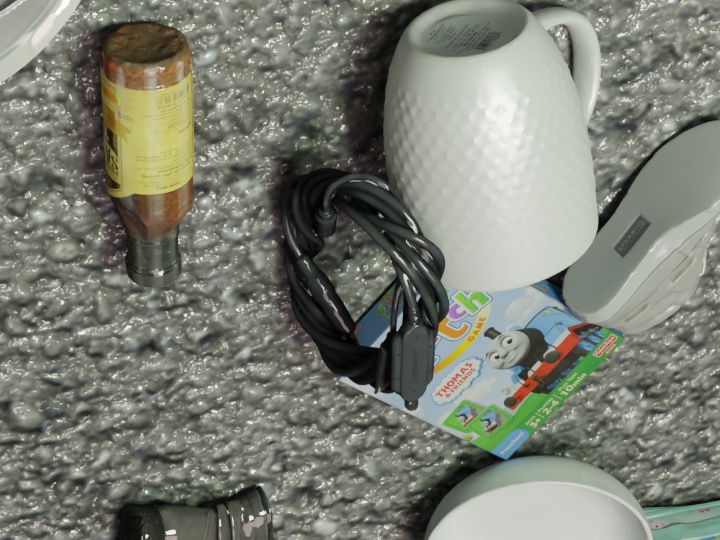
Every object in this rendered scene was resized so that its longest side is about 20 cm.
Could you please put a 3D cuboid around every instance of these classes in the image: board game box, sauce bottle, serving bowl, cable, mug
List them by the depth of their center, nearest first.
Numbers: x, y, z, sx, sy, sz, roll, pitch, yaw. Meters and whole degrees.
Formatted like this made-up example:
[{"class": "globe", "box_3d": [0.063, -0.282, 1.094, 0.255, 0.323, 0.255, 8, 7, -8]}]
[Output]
[{"class": "sauce bottle", "box_3d": [-0.148, -0.075, 1.496, 0.066, 0.066, 0.200, -9, 129, -15]}, {"class": "mug", "box_3d": [0.105, -0.111, 1.534, 0.200, 0.148, 0.176, -37, 132, -32]}, {"class": "cable", "box_3d": [0.000, 0.000, 1.559, 0.051, 0.163, 0.200, -27, 137, -25]}, {"class": "board game box", "box_3d": [0.095, 0.062, 1.730, 0.200, 0.037, 0.151, 28, 114, -36]}, {"class": "serving bowl", "box_3d": [0.151, 0.225, 1.855, 0.200, 0.066, 0.200, -1, 133, -1]}]

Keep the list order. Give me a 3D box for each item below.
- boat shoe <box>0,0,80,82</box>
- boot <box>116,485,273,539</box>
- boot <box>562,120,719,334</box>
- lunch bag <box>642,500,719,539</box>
[{"class": "boat shoe", "box_3d": [-0.264, -0.158, 1.385, 0.200, 0.072, 0.069, -32, 133, 17]}, {"class": "boot", "box_3d": [-0.143, 0.270, 1.788, 0.131, 0.070, 0.200, -3, 133, -27]}, {"class": "boot", "box_3d": [0.251, -0.032, 1.705, 0.200, 0.074, 0.096, -47, 146, 17]}, {"class": "lunch bag", "box_3d": [0.303, 0.283, 1.972, 0.200, 0.077, 0.161, -7, 129, -17]}]
